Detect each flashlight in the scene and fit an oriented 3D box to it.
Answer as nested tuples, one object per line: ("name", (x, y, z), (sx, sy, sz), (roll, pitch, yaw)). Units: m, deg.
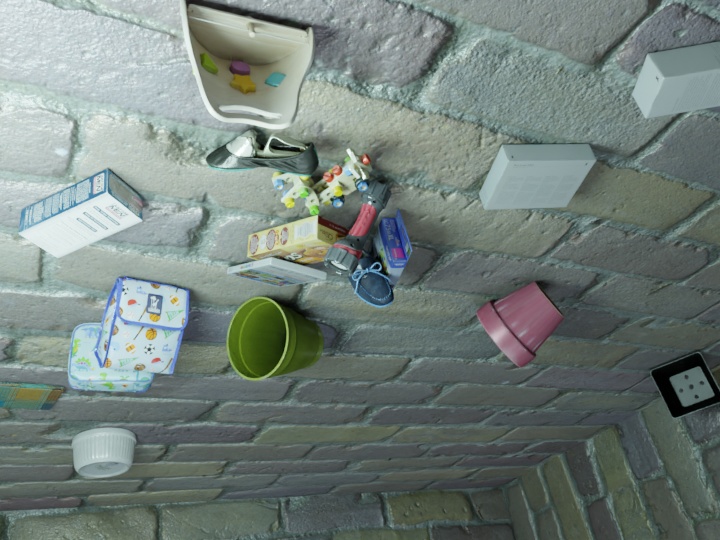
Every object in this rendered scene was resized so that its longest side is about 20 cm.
("flashlight", (-0.004, -0.088, 1.301), (0.068, 0.201, 0.068), (30, 161, -14))

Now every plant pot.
("plant pot", (-0.197, 0.179, 1.662), (0.200, 0.201, 0.193), (-31, 155, 26))
("plant pot", (0.448, 0.134, 1.808), (0.179, 0.200, 0.200), (-41, 140, 13))
("plant pot", (1.279, 0.450, 2.564), (0.199, 0.201, 0.177), (-30, 154, 25))

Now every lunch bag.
("lunch bag", (-0.590, 0.206, 1.582), (0.199, 0.161, 0.083), (4, 150, -21))
("lunch bag", (-0.489, 0.122, 1.488), (0.169, 0.124, 0.201), (13, 97, -34))

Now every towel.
("towel", (-0.933, 0.342, 1.803), (0.199, 0.022, 0.147), (13, 141, -37))

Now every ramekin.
("ramekin", (-0.836, 0.599, 2.150), (0.199, 0.105, 0.200), (-8, 147, -6))

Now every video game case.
("video game case", (-0.187, 0.006, 1.458), (0.143, 0.018, 0.200), (16, 164, -35))

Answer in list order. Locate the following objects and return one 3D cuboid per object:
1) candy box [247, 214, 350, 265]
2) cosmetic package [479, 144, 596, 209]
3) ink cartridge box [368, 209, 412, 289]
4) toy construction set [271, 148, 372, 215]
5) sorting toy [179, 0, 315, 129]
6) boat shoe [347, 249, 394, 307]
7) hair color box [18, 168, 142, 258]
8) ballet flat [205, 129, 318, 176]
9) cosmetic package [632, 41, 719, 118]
("candy box", (-0.126, -0.054, 1.372), (0.199, 0.056, 0.115), (-11, 158, 37))
("cosmetic package", (0.368, -0.196, 1.385), (0.199, 0.052, 0.151), (-3, 148, -14))
("ink cartridge box", (0.058, -0.030, 1.470), (0.042, 0.120, 0.200), (-1, 146, -19))
("toy construction set", (-0.056, -0.176, 1.248), (0.199, 0.093, 0.131), (-18, 148, 29))
("sorting toy", (-0.166, -0.280, 0.956), (0.199, 0.181, 0.107), (5, 144, -24))
("boat shoe", (0.000, 0.000, 1.427), (0.084, 0.200, 0.069), (-30, 141, -20))
("hair color box", (-0.516, -0.103, 1.222), (0.199, 0.061, 0.100), (-21, 147, 13))
("ballet flat", (-0.172, -0.212, 1.165), (0.199, 0.068, 0.069), (2, 128, -7))
("cosmetic package", (0.619, -0.353, 1.209), (0.199, 0.072, 0.102), (-10, 148, -3))
